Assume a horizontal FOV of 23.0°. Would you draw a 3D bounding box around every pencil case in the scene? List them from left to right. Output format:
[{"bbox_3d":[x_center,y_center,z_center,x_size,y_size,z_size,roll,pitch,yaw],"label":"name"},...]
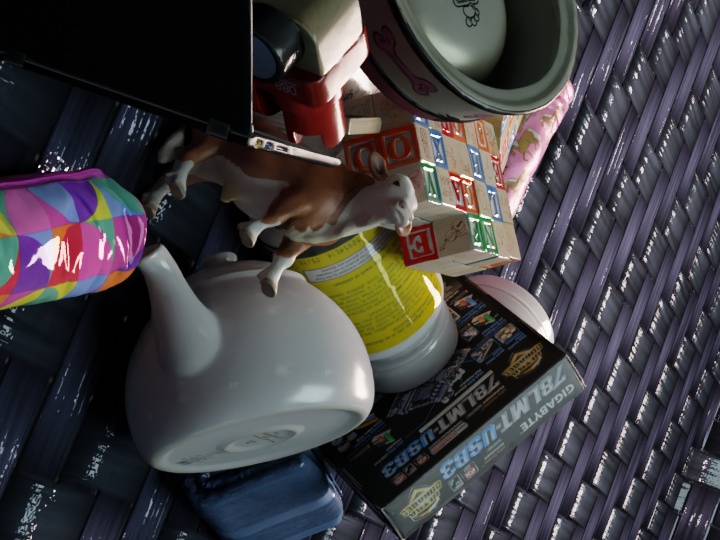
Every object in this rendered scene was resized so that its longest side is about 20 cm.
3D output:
[{"bbox_3d":[-0.210,-0.019,1.059,0.200,0.088,0.089,-12,118,-66],"label":"pencil case"},{"bbox_3d":[0.146,-0.122,1.781,0.201,0.086,0.083,-62,142,-21],"label":"pencil case"}]

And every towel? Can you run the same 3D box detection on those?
[{"bbox_3d":[-0.079,0.185,1.477,0.200,0.111,0.049,70,-1,-67],"label":"towel"}]

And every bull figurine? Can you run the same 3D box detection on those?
[{"bbox_3d":[-0.057,-0.054,1.237,0.121,0.200,0.065,-40,144,-34],"label":"bull figurine"}]

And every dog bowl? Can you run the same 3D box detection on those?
[{"bbox_3d":[0.062,-0.195,1.254,0.200,0.074,0.201,18,62,-39],"label":"dog bowl"}]

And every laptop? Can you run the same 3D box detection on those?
[{"bbox_3d":[-0.114,-0.150,1.035,0.200,0.187,0.116,8,102,-66],"label":"laptop"}]

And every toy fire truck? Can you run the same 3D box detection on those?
[{"bbox_3d":[-0.067,-0.139,1.160,0.129,0.175,0.200,-51,149,-30],"label":"toy fire truck"}]

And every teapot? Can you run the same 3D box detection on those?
[{"bbox_3d":[-0.087,0.058,1.312,0.200,0.196,0.147,134,-55,-59],"label":"teapot"}]

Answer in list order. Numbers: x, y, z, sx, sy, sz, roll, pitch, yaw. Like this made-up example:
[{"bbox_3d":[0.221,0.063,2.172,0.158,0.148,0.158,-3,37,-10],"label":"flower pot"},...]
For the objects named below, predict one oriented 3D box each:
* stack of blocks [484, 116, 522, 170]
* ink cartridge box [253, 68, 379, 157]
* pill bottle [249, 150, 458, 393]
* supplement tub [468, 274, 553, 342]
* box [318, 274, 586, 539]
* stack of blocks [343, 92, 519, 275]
[{"bbox_3d":[0.122,-0.185,1.650,0.200,0.058,0.116,86,23,-64],"label":"stack of blocks"},{"bbox_3d":[-0.031,-0.158,1.327,0.117,0.067,0.201,-50,149,-42],"label":"ink cartridge box"},{"bbox_3d":[0.000,0.000,1.437,0.114,0.114,0.200,-57,134,-31],"label":"pill bottle"},{"bbox_3d":[0.099,0.109,1.786,0.200,0.131,0.132,-47,147,-44],"label":"supplement tub"},{"bbox_3d":[0.056,0.105,1.485,0.200,0.198,0.050,-40,126,-8],"label":"box"},{"bbox_3d":[0.055,-0.064,1.355,0.200,0.058,0.116,12,66,-67],"label":"stack of blocks"}]
